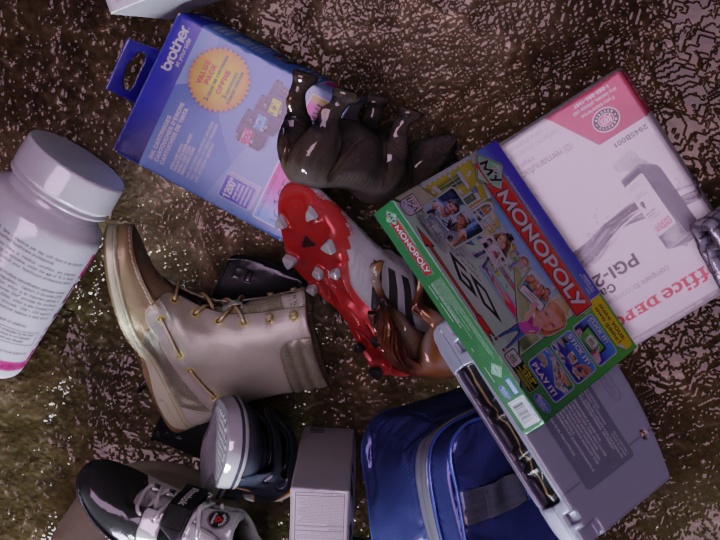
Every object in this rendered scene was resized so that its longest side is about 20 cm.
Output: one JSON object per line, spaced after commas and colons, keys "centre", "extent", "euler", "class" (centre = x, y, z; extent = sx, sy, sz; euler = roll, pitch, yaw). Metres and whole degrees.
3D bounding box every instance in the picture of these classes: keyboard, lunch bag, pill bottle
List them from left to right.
{"centre": [-0.298, -0.015, 1.322], "extent": [0.113, 0.113, 0.200], "euler": [35, 102, 4], "class": "pill bottle"}
{"centre": [-0.127, 0.071, 1.348], "extent": [0.104, 0.040, 0.200], "euler": [24, 107, -6], "class": "keyboard"}
{"centre": [0.116, 0.167, 1.228], "extent": [0.132, 0.200, 0.136], "euler": [0, 101, 51], "class": "lunch bag"}

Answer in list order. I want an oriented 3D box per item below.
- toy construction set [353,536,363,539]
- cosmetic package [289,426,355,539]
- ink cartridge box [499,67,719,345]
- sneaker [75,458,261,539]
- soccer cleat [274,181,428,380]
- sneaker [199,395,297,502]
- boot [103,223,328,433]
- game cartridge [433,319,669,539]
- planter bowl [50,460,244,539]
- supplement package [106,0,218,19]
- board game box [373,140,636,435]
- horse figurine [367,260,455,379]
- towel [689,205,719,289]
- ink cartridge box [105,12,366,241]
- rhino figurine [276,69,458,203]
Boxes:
{"centre": [-0.023, 0.309, 1.327], "extent": [0.200, 0.092, 0.131], "euler": [-14, 97, -6], "class": "toy construction set"}
{"centre": [-0.030, 0.193, 1.256], "extent": [0.051, 0.200, 0.083], "euler": [4, 98, 0], "class": "cosmetic package"}
{"centre": [0.207, -0.045, 1.245], "extent": [0.146, 0.085, 0.200], "euler": [-33, 93, 13], "class": "ink cartridge box"}
{"centre": [-0.139, 0.209, 1.250], "extent": [0.200, 0.074, 0.089], "euler": [36, 131, -9], "class": "sneaker"}
{"centre": [0.000, 0.000, 1.271], "extent": [0.069, 0.085, 0.200], "euler": [-19, 112, 44], "class": "soccer cleat"}
{"centre": [-0.089, 0.151, 1.269], "extent": [0.079, 0.200, 0.078], "euler": [2, 75, -10], "class": "sneaker"}
{"centre": [-0.121, 0.033, 1.275], "extent": [0.155, 0.072, 0.200], "euler": [-16, 115, 9], "class": "boot"}
{"centre": [0.154, 0.103, 1.177], "extent": [0.200, 0.133, 0.040], "euler": [58, 142, 6], "class": "game cartridge"}
{"centre": [-0.196, 0.281, 1.332], "extent": [0.200, 0.135, 0.200], "euler": [1, 97, 9], "class": "planter bowl"}
{"centre": [-0.110, -0.292, 1.231], "extent": [0.200, 0.156, 0.111], "euler": [-20, 93, 12], "class": "supplement package"}
{"centre": [0.114, 0.009, 1.159], "extent": [0.200, 0.135, 0.029], "euler": [56, 139, 3], "class": "board game box"}
{"centre": [0.082, 0.039, 1.255], "extent": [0.050, 0.200, 0.133], "euler": [-10, 97, 55], "class": "horse figurine"}
{"centre": [0.370, 0.012, 1.177], "extent": [0.086, 0.166, 0.200], "euler": [-27, 92, 57], "class": "towel"}
{"centre": [-0.117, -0.132, 1.296], "extent": [0.200, 0.076, 0.136], "euler": [28, 101, 7], "class": "ink cartridge box"}
{"centre": [0.012, -0.098, 1.237], "extent": [0.060, 0.200, 0.087], "euler": [32, 105, 45], "class": "rhino figurine"}
